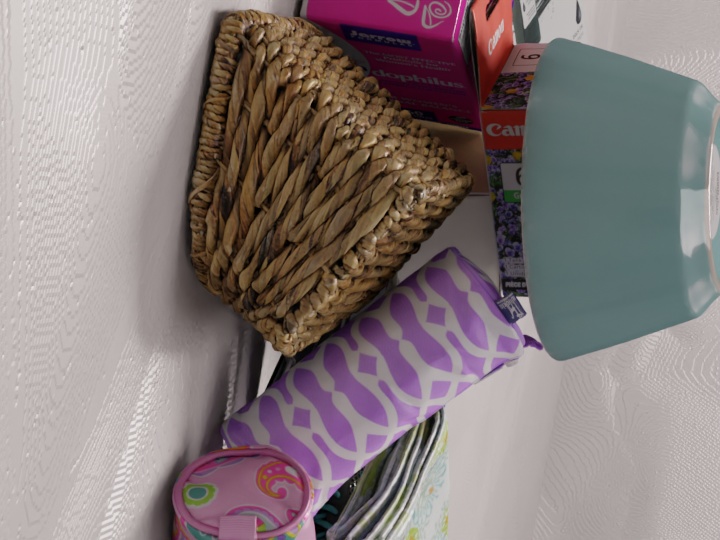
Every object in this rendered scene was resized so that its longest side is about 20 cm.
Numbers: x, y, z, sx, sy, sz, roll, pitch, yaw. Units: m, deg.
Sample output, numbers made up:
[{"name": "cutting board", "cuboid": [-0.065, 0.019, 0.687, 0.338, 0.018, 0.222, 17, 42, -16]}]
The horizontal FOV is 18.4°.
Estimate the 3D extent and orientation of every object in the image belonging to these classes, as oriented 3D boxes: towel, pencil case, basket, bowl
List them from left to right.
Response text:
[{"name": "pencil case", "cuboid": [-0.070, 0.198, 1.309, 0.088, 0.087, 0.200, -66, 164, -50]}, {"name": "basket", "cuboid": [-0.042, -0.049, 1.272, 0.143, 0.149, 0.200, -47, 175, 12]}, {"name": "pencil case", "cuboid": [0.011, 0.071, 1.344, 0.086, 0.200, 0.084, 53, 3, -21]}, {"name": "towel", "cuboid": [0.021, 0.208, 1.506, 0.171, 0.048, 0.200, -58, 155, -48]}, {"name": "bowl", "cuboid": [0.171, -0.043, 1.358, 0.201, 0.105, 0.202, 1, 90, -71]}]

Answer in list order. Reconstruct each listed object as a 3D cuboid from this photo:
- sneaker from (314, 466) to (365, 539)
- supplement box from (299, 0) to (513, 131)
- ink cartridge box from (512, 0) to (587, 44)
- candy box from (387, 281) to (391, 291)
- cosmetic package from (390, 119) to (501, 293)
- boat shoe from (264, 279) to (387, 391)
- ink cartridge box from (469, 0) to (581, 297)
[{"name": "sneaker", "cuboid": [-0.027, 0.164, 1.580, 0.200, 0.077, 0.091, -73, 152, -43]}, {"name": "supplement box", "cuboid": [0.034, -0.171, 1.436, 0.200, 0.101, 0.104, 57, 44, -73]}, {"name": "ink cartridge box", "cuboid": [0.101, -0.199, 1.650, 0.147, 0.083, 0.200, -51, 140, -45]}, {"name": "candy box", "cuboid": [0.038, 0.026, 1.732, 0.200, 0.061, 0.137, 76, 29, -70]}, {"name": "cosmetic package", "cuboid": [0.051, -0.052, 1.542, 0.200, 0.071, 0.105, -99, -173, -60]}, {"name": "boat shoe", "cuboid": [-0.020, 0.014, 1.409, 0.074, 0.068, 0.200, -73, 180, -74]}, {"name": "ink cartridge box", "cuboid": [0.114, -0.095, 1.425, 0.109, 0.050, 0.201, -61, 147, -57]}]
